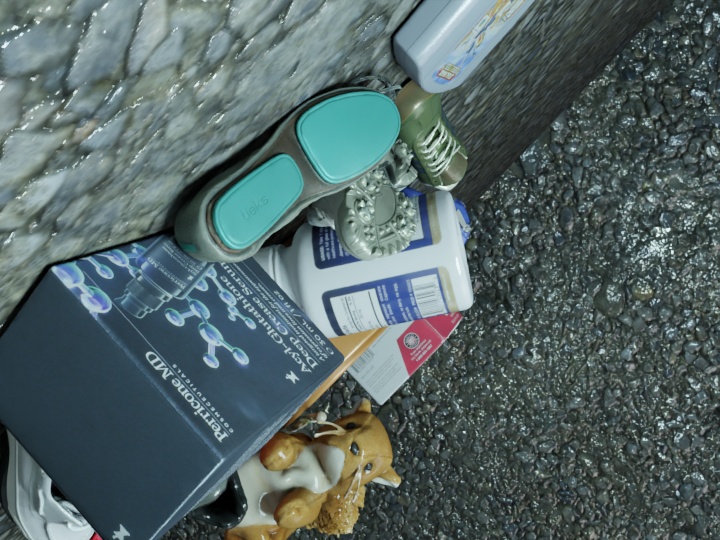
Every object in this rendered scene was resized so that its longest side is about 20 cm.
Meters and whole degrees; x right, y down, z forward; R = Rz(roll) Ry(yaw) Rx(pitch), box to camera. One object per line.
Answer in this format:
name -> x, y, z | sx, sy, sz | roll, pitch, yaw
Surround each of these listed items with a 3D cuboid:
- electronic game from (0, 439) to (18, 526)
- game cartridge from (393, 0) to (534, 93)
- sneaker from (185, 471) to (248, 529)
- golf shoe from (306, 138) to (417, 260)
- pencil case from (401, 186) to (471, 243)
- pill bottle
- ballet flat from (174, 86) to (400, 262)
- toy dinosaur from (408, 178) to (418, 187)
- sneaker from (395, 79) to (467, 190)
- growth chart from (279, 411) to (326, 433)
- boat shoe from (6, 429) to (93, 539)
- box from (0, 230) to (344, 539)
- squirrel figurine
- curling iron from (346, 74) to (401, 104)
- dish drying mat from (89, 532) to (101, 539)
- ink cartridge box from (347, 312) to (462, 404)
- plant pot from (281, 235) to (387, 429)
electronic game -> -0.211, 0.143, 0.749 | 0.199, 0.041, 0.202 | -34, 145, -28
game cartridge -> 0.091, -0.210, 0.740 | 0.134, 0.041, 0.200 | -51, 173, 17
sneaker -> -0.142, 0.139, 0.691 | 0.066, 0.090, 0.202 | -44, 135, -19
golf shoe -> -0.006, -0.053, 0.753 | 0.097, 0.079, 0.201 | -34, -161, 22
pencil case -> 0.051, -0.057, 0.958 | 0.085, 0.080, 0.199 | -2, 172, 33
pill bottle -> 0.000, 0.000, 0.826 | 0.196, 0.113, 0.111 | -12, 179, 9
ballet flat -> -0.053, -0.072, 0.627 | 0.199, 0.068, 0.063 | -40, -160, -34
toy dinosaur -> 0.021, -0.093, 1.016 | 0.088, 0.048, 0.199 | -41, 174, 34
sneaker -> 0.076, -0.131, 0.897 | 0.067, 0.090, 0.200 | -43, 174, -1
growth chart -> -0.144, 0.217, 1.030 | 0.198, 0.018, 0.144 | -28, 180, -24
boat shoe -> -0.213, 0.154, 0.650 | 0.071, 0.068, 0.203 | -21, 139, -40
box -> -0.123, 0.066, 0.588 | 0.107, 0.149, 0.200 | -46, 174, 22
squirrel figurine -> -0.054, 0.207, 0.901 | 0.184, 0.143, 0.200 | -28, 161, 0
curling iron -> -0.039, -0.089, 0.727 | 0.049, 0.026, 0.200 | -2, 146, -50
dish drying mat -> -0.165, 0.173, 0.778 | 0.200, 0.018, 0.077 | -48, 153, -12
ink cartridge box -> 0.012, 0.049, 1.159 | 0.148, 0.200, 0.085 | -47, 174, 33
plant pot -> -0.062, 0.055, 0.975 | 0.200, 0.140, 0.200 | -44, 175, -5
